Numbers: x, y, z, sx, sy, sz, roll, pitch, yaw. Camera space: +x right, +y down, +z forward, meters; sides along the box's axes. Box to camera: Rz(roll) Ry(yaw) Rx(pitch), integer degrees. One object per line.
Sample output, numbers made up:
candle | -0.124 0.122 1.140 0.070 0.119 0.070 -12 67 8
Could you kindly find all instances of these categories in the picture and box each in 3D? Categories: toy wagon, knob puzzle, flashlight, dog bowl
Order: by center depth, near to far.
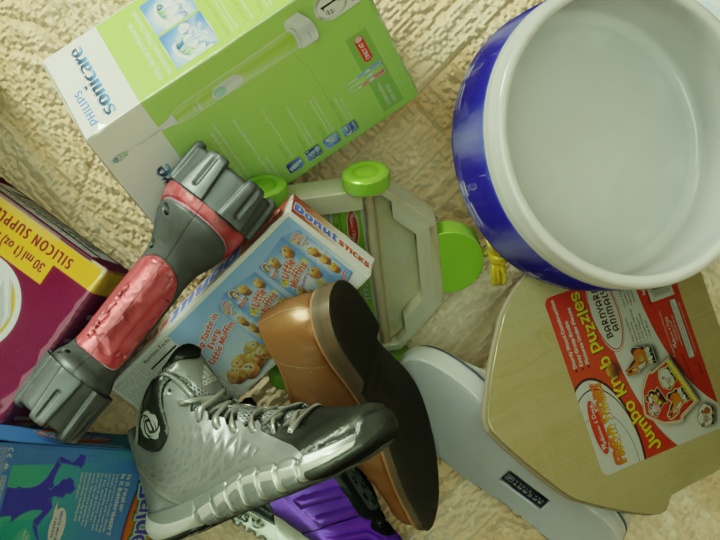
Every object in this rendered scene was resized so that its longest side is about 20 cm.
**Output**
flashlight | -0.138 0.016 1.117 0.200 0.068 0.068 -52 129 -4
dog bowl | 0.163 -0.087 1.174 0.199 0.079 0.202 1 86 -21
toy wagon | 0.000 0.000 1.208 0.199 0.040 0.156 -8 121 -2
knob puzzle | 0.162 0.073 1.216 0.218 0.030 0.221 5 79 -24

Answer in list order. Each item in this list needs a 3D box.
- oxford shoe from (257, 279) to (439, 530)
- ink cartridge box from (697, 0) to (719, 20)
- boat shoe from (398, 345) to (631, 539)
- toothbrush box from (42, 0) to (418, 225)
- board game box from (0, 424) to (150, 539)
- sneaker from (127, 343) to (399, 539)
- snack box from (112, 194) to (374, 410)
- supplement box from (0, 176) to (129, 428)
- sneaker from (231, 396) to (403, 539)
oxford shoe | -0.004 0.093 1.179 0.071 0.071 0.201 -13 120 26
ink cartridge box | 0.228 -0.252 1.229 0.199 0.047 0.161 34 91 -4
boat shoe | 0.110 0.113 1.232 0.200 0.070 0.071 39 135 -4
toothbrush box | -0.081 -0.126 1.170 0.199 0.146 0.086 -35 54 0
board game box | -0.206 0.181 1.164 0.045 0.200 0.153 16 91 33
sneaker | -0.076 0.093 1.130 0.199 0.075 0.116 -26 82 28
snack box | -0.082 0.037 1.190 0.072 0.024 0.200 38 120 -15
supplement box | -0.261 0.048 1.192 0.131 0.103 0.201 34 91 8
sneaker | -0.017 0.154 1.223 0.199 0.070 0.100 30 85 -6
